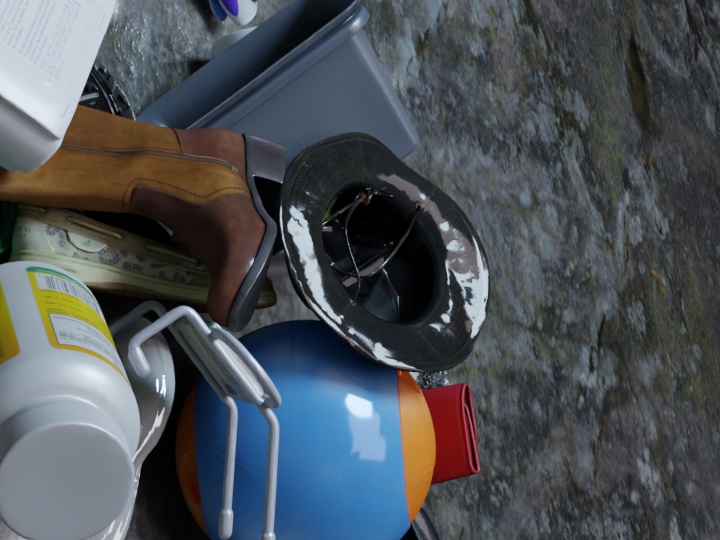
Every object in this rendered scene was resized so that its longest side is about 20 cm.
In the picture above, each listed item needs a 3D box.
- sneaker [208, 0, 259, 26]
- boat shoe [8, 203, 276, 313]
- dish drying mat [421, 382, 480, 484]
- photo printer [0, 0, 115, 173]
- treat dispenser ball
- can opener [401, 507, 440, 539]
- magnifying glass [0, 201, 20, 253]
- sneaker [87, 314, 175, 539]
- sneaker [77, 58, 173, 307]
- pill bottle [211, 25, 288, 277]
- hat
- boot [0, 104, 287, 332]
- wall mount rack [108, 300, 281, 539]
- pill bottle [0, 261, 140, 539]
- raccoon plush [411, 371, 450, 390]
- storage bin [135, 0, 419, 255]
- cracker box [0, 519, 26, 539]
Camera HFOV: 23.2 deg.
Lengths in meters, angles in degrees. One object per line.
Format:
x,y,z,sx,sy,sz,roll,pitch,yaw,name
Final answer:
-0.129,-0.279,1.500,0.147,0.081,0.200,68,24,-6,sneaker
-0.151,-0.007,1.258,0.200,0.073,0.063,10,79,-27,boat shoe
0.014,0.146,1.448,0.018,0.200,0.077,1,77,-50,dish drying mat
-0.273,-0.181,1.181,0.200,0.069,0.166,36,44,-27,photo printer
-0.043,0.138,1.351,0.201,0.201,0.201,32,51,-51,treat dispenser ball
0.019,0.185,1.587,0.063,0.079,0.200,-27,92,-52,can opener
-0.260,-0.095,1.258,0.080,0.022,0.200,49,41,-40,magnifying glass
-0.191,0.107,1.236,0.088,0.075,0.200,43,45,-42,sneaker
-0.189,-0.068,1.324,0.079,0.074,0.200,-111,-178,-73,sneaker
-0.067,-0.102,1.501,0.114,0.114,0.200,6,72,-60,pill bottle
0.000,0.000,1.329,0.201,0.081,0.201,21,55,-32,hat
-0.156,-0.046,1.204,0.068,0.200,0.188,110,-11,-48,boot
-0.100,0.102,1.187,0.075,0.200,0.174,-37,101,-13,wall mount rack
-0.200,0.083,1.099,0.113,0.113,0.200,57,-2,-31,pill bottle
0.038,0.123,1.593,0.200,0.097,0.134,-58,131,-69,raccoon plush
-0.061,-0.113,1.388,0.134,0.200,0.146,57,-8,-22,storage bin
-0.279,0.174,1.069,0.200,0.058,0.134,54,36,-32,cracker box
